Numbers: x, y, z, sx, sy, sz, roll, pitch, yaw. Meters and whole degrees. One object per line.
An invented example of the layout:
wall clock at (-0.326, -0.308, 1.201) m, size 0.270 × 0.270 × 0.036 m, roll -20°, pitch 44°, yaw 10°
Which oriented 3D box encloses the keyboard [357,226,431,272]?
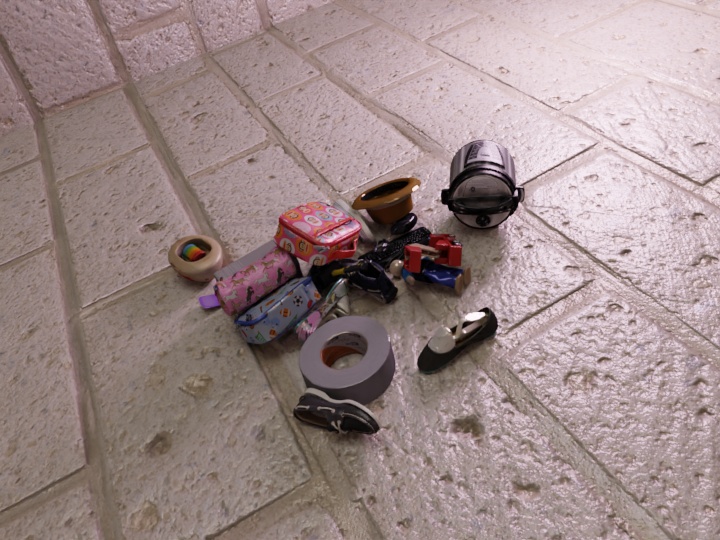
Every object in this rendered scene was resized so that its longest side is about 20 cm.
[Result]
keyboard at (0.093, -0.059, 1.684) m, size 0.196 × 0.040 × 0.104 m, roll -27°, pitch 39°, yaw -12°

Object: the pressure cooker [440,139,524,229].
pressure cooker at (0.304, -0.204, 1.677) m, size 0.175 × 0.177 × 0.203 m, roll -40°, pitch 24°, yaw 36°

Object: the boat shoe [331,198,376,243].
boat shoe at (-0.028, -0.115, 1.784) m, size 0.071 × 0.070 × 0.201 m, roll -42°, pitch 43°, yaw -2°

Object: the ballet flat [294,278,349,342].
ballet flat at (-0.069, 0.099, 1.534) m, size 0.070 × 0.070 × 0.200 m, roll 28°, pitch 50°, yaw 20°

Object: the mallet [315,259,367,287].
mallet at (-0.030, -0.005, 1.526) m, size 0.066 × 0.042 × 0.198 m, roll -41°, pitch 13°, yaw -32°

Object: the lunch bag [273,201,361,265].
lunch bag at (-0.089, -0.082, 1.590) m, size 0.174 × 0.084 × 0.199 m, roll 30°, pitch 30°, yaw 18°

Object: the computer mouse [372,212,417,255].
computer mouse at (0.089, -0.086, 1.705) m, size 0.058 × 0.035 × 0.200 m, roll -7°, pitch 28°, yaw 42°

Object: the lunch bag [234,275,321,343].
lunch bag at (-0.195, 0.090, 1.550) m, size 0.198 × 0.077 × 0.159 m, roll -36°, pitch 16°, yaw -25°

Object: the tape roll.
tape roll at (-0.027, 0.188, 1.408) m, size 0.195 × 0.067 × 0.203 m, roll -10°, pitch 38°, yaw 7°

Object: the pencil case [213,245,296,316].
pencil case at (-0.242, 0.020, 1.562) m, size 0.197 × 0.088 × 0.082 m, roll -31°, pitch 15°, yaw -17°

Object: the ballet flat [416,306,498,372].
ballet flat at (0.195, 0.133, 1.392) m, size 0.197 × 0.070 × 0.068 m, roll -29°, pitch 40°, yaw -15°

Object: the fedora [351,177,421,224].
fedora at (0.075, -0.175, 1.778) m, size 0.196 × 0.084 × 0.201 m, roll -19°, pitch 19°, yaw 7°

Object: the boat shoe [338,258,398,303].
boat shoe at (0.000, 0.000, 1.592) m, size 0.198 × 0.093 × 0.075 m, roll 24°, pitch 68°, yaw 40°

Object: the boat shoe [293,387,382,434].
boat shoe at (-0.048, 0.281, 1.296) m, size 0.196 × 0.075 × 0.060 m, roll 13°, pitch 46°, yaw 36°

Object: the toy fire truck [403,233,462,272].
toy fire truck at (0.162, -0.044, 1.557) m, size 0.137 × 0.050 × 0.200 m, roll 2°, pitch 15°, yaw -3°

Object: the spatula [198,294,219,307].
spatula at (-0.313, 0.047, 1.716) m, size 0.196 × 0.021 × 0.057 m, roll -26°, pitch 38°, yaw -12°

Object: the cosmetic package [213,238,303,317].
cosmetic package at (-0.247, 0.014, 1.664) m, size 0.197 × 0.109 × 0.090 m, roll -31°, pitch 39°, yaw -21°

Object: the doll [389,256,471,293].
doll at (0.151, 0.005, 1.573) m, size 0.196 × 0.050 × 0.136 m, roll 12°, pitch 30°, yaw 34°

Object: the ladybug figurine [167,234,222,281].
ladybug figurine at (-0.438, -0.029, 1.811) m, size 0.134 × 0.073 × 0.199 m, roll -34°, pitch 42°, yaw -23°

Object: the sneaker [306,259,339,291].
sneaker at (-0.095, -0.034, 1.686) m, size 0.068 × 0.083 × 0.202 m, roll 1°, pitch 42°, yaw 20°
